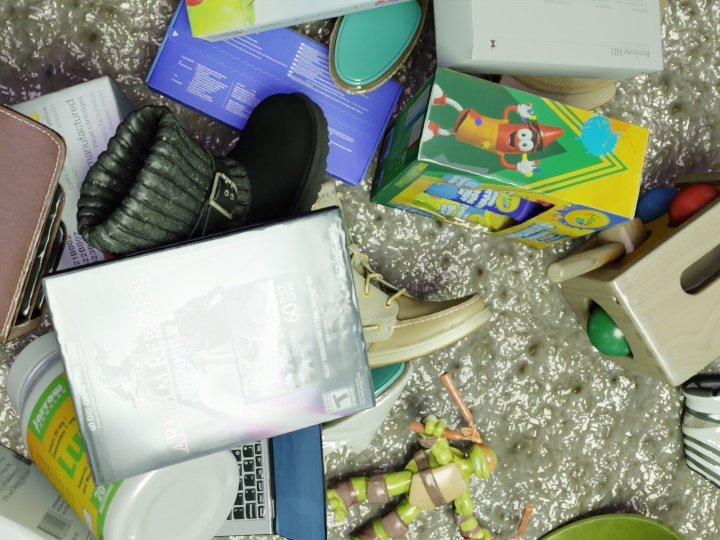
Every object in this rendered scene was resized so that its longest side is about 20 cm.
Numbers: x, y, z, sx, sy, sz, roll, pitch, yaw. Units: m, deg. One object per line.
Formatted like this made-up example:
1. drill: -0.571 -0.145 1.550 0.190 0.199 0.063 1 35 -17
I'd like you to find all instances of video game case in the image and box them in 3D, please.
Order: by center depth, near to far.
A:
1. video game case: -0.095 0.049 0.652 0.197 0.019 0.145 -14 105 -14

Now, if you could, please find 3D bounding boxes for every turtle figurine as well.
1. turtle figurine: 0.053 0.181 0.857 0.160 0.065 0.202 -24 121 2

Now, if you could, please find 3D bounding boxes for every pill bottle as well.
1. pill bottle: -0.193 0.129 0.758 0.110 0.199 0.112 -27 134 -33

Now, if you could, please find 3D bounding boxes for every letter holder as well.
1. letter holder: -0.295 -0.054 0.639 0.197 0.101 0.144 18 90 -7

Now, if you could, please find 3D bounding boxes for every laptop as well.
1. laptop: -0.111 0.118 0.767 0.197 0.116 0.190 -5 82 12

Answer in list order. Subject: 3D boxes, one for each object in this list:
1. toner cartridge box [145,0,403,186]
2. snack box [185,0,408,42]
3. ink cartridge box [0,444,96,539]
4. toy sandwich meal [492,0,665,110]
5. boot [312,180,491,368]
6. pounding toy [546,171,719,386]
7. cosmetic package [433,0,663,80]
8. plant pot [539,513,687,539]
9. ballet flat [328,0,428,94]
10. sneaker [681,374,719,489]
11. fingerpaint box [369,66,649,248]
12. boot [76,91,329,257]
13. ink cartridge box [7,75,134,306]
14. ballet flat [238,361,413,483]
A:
1. toner cartridge box: -0.073 -0.156 0.836 0.198 0.043 0.096 25 89 -9
2. snack box: -0.045 -0.269 0.759 0.197 0.053 0.144 -9 98 8
3. ink cartridge box: -0.289 0.207 0.777 0.199 0.144 0.084 32 89 -7
4. toy sandwich meal: 0.174 -0.237 0.854 0.202 0.070 0.209 0 91 -9
5. boot: 0.000 0.000 0.816 0.198 0.073 0.158 -13 92 26
6. pounding toy: 0.243 -0.003 0.815 0.199 0.184 0.143 -34 97 -4
7. cosmetic package: 0.146 -0.229 0.755 0.198 0.051 0.153 -4 89 -32
8. plant pot: 0.231 0.354 0.845 0.199 0.200 0.194 -32 109 -5
9. ballet flat: 0.026 -0.231 0.826 0.070 0.065 0.202 26 79 -5
10. sneaker: 0.394 0.159 0.911 0.197 0.076 0.117 0 102 0
11. fingerpaint box: 0.108 -0.079 0.782 0.165 0.200 0.074 14 83 -9
12. boot: -0.106 -0.078 0.712 0.157 0.079 0.214 39 51 -39
13. ink cartridge box: -0.260 -0.046 0.766 0.197 0.145 0.147 -19 96 -5
14. ballet flat: -0.033 0.143 0.854 0.198 0.069 0.070 -31 97 -1
